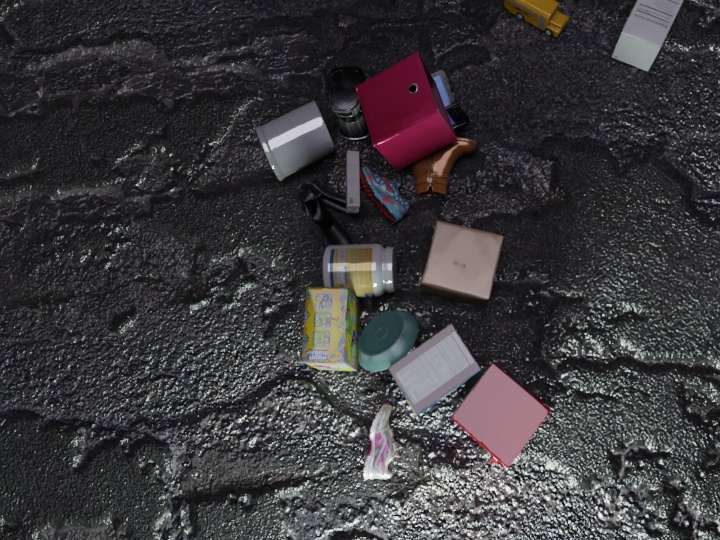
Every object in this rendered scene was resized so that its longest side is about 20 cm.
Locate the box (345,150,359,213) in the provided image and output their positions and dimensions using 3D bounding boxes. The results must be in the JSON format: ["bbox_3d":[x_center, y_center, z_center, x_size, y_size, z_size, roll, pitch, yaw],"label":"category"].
[{"bbox_3d":[-0.023,-0.264,1.777,0.040,0.039,0.206,2,61,-8],"label":"box"}]

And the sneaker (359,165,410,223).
[{"bbox_3d":[0.073,-0.236,1.775,0.094,0.080,0.202,-33,77,-17],"label":"sneaker"}]

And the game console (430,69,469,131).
[{"bbox_3d":[0.200,-0.478,1.774,0.195,0.118,0.178,-24,39,4],"label":"game console"}]

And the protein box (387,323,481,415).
[{"bbox_3d":[0.193,0.262,1.554,0.197,0.199,0.137,-34,75,0],"label":"protein box"}]

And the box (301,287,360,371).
[{"bbox_3d":[-0.075,0.164,1.626,0.118,0.200,0.199,0,75,10],"label":"box"}]

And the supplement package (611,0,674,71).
[{"bbox_3d":[0.832,-0.710,1.722,0.118,0.121,0.204,27,82,15],"label":"supplement package"}]

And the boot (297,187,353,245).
[{"bbox_3d":[-0.096,-0.136,1.703,0.065,0.200,0.165,-41,73,-3],"label":"boot"}]

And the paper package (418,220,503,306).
[{"bbox_3d":[0.282,-0.018,1.659,0.194,0.104,0.196,14,79,14],"label":"paper package"}]

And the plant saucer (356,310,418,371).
[{"bbox_3d":[0.064,0.179,1.620,0.196,0.036,0.203,-27,34,19],"label":"plant saucer"}]

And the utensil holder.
[{"bbox_3d":[-0.193,-0.393,1.804,0.196,0.170,0.174,-25,73,0],"label":"utensil holder"}]

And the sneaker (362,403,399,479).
[{"bbox_3d":[0.066,0.461,1.596,0.085,0.081,0.207,9,86,11],"label":"sneaker"}]

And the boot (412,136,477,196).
[{"bbox_3d":[0.248,-0.300,1.746,0.193,0.077,0.160,-3,74,12],"label":"boot"}]

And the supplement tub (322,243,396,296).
[{"bbox_3d":[0.000,0.000,1.682,0.193,0.145,0.150,-1,76,10],"label":"supplement tub"}]

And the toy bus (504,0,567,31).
[{"bbox_3d":[0.537,-0.797,1.818,0.198,0.078,0.066,37,84,16],"label":"toy bus"}]

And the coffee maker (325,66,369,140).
[{"bbox_3d":[-0.035,-0.520,1.787,0.131,0.200,0.197,-19,74,3],"label":"coffee maker"}]

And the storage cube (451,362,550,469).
[{"bbox_3d":[0.352,0.367,1.517,0.178,0.171,0.201,38,85,18],"label":"storage cube"}]

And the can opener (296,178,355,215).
[{"bbox_3d":[-0.096,-0.215,1.800,0.195,0.064,0.080,23,54,5],"label":"can opener"}]

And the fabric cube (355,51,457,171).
[{"bbox_3d":[0.128,-0.435,1.655,0.195,0.199,0.202,-23,71,18],"label":"fabric cube"}]
